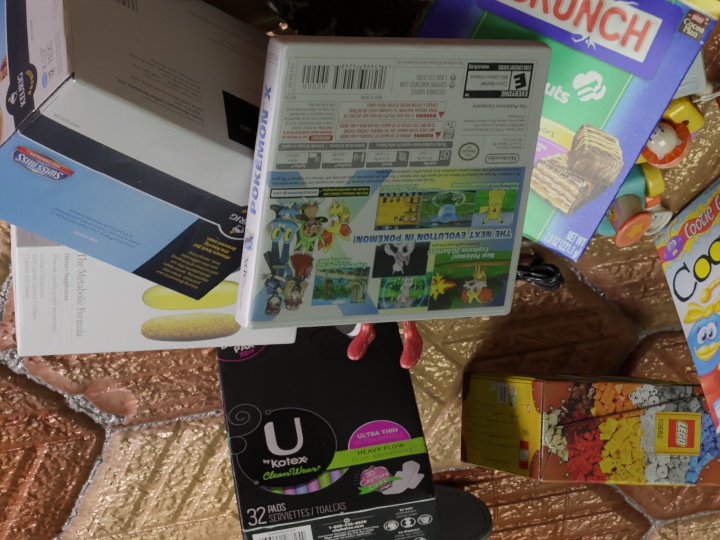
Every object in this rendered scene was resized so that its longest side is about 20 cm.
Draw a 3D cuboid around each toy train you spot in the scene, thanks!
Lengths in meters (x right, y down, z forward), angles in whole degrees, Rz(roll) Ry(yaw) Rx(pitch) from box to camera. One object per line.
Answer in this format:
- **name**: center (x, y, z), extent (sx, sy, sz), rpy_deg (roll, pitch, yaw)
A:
- **toy train**: center (0.240, -0.077, 1.679), extent (0.150, 0.056, 0.200), rpy_deg (5, 137, -37)

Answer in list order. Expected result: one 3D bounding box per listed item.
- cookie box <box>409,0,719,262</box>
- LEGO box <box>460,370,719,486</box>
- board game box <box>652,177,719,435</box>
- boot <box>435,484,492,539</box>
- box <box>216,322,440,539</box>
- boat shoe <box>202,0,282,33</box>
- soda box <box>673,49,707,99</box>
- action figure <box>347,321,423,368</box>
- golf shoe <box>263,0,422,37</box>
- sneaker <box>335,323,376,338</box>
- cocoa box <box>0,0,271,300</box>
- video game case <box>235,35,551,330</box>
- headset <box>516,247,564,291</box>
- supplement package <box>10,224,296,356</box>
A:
- **cookie box**: center (0.117, -0.135, 1.519), extent (0.171, 0.075, 0.200), rpy_deg (27, 103, -7)
- **LEGO box**: center (0.177, 0.121, 1.789), extent (0.149, 0.077, 0.200), rpy_deg (3, 179, -14)
- **board game box**: center (0.309, 0.033, 1.720), extent (0.103, 0.200, 0.105), rpy_deg (25, 126, -32)
- **boot**: center (0.033, 0.269, 2.004), extent (0.200, 0.069, 0.174), rpy_deg (-12, 139, 11)
- **box**: center (-0.025, 0.148, 1.764), extent (0.148, 0.200, 0.124), rpy_deg (-9, 135, -2)
- **boat shoe**: center (-0.146, -0.166, 1.523), extent (0.200, 0.074, 0.069), rpy_deg (-5, 148, -7)
- **soda box**: center (0.135, -0.141, 1.602), extent (0.200, 0.068, 0.063), rpy_deg (-16, 134, 3)
- **action figure**: center (0.000, 0.000, 1.607), extent (0.065, 0.099, 0.200), rpy_deg (7, 130, 18)
- **golf shoe**: center (-0.051, -0.209, 1.474), extent (0.200, 0.095, 0.078), rpy_deg (25, 113, -22)
- **sneaker**: center (-0.001, -0.032, 1.693), extent (0.079, 0.074, 0.200), rpy_deg (15, 136, 4)
- **cocoa box**: center (-0.144, -0.093, 1.446), extent (0.200, 0.133, 0.131), rpy_deg (24, 131, -36)
- **video game case**: center (0.022, -0.056, 1.442), extent (0.200, 0.022, 0.182), rpy_deg (-3, 109, -32)
- **headset**: center (0.096, -0.020, 1.685), extent (0.094, 0.124, 0.200), rpy_deg (11, 168, 12)
- **supplement package**: center (-0.146, -0.019, 1.635), extent (0.200, 0.110, 0.114), rpy_deg (-3, 135, -9)
